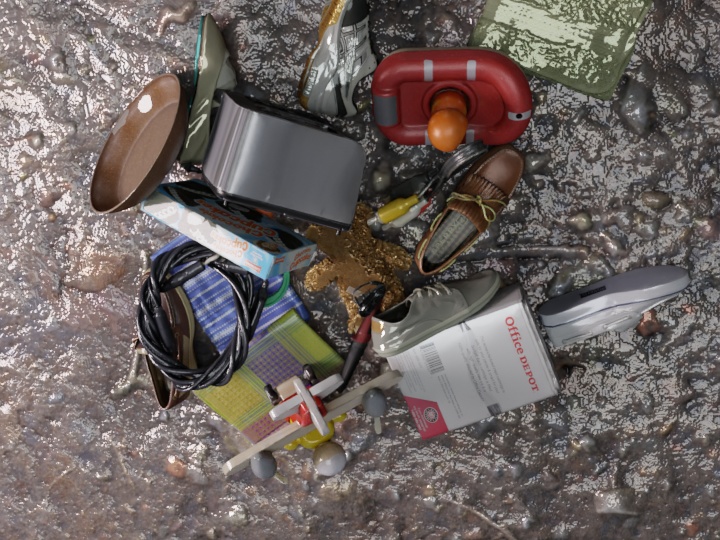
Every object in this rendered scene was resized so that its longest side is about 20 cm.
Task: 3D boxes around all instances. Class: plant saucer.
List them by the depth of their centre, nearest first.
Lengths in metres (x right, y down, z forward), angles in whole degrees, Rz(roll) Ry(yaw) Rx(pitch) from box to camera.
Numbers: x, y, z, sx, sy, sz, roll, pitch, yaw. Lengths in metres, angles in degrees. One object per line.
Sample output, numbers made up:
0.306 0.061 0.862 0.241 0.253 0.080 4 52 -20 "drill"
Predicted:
-0.274 -0.154 1.291 0.037 0.201 0.201 30 110 -33 "plant saucer"

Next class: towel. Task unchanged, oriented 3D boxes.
0.246 -0.306 1.264 0.199 0.037 0.149 18 107 0 "towel"
-0.179 0.024 1.411 0.144 0.024 0.200 -32 102 12 "towel"
-0.125 0.154 1.432 0.200 0.023 0.144 -38 113 15 "towel"

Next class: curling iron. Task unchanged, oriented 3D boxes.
-0.006 0.090 1.370 0.049 0.026 0.201 -10 136 -30 "curling iron"

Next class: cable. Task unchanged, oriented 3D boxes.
0.099 -0.104 1.272 0.200 0.097 0.051 -26 82 44 "cable"
-0.219 0.065 1.355 0.163 0.051 0.201 21 96 -7 "cable"

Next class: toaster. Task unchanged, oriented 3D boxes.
-0.104 -0.136 1.253 0.199 0.181 0.119 14 102 -18 "toaster"

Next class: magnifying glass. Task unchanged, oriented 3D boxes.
-0.132 -0.048 1.376 0.079 0.022 0.201 4 103 -2 "magnifying glass"

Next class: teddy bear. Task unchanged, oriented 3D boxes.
0.000 0.000 1.373 0.145 0.067 0.200 -36 107 24 "teddy bear"

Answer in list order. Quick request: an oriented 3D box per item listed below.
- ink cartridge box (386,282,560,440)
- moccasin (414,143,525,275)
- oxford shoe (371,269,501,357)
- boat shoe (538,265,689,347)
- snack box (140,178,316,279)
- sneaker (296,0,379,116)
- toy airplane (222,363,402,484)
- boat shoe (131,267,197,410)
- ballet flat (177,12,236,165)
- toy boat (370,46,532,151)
0.152 0.121 1.379 0.199 0.085 0.146 -20 104 13 "ink cartridge box"
0.140 -0.077 1.321 0.074 0.078 0.201 42 106 -8 "moccasin"
0.098 0.044 1.335 0.199 0.075 0.058 -28 106 -15 "oxford shoe"
0.340 0.049 1.353 0.199 0.074 0.066 -17 110 20 "boat shoe"
-0.167 -0.056 1.304 0.199 0.116 0.037 29 110 17 "snack box"
-0.011 -0.290 1.284 0.087 0.076 0.201 16 112 -16 "sneaker"
-0.057 0.200 1.317 0.200 0.199 0.142 -26 91 33 "toy airplane"
-0.275 0.098 1.408 0.072 0.072 0.201 6 112 26 "boat shoe"
-0.193 -0.229 1.317 0.069 0.070 0.201 16 113 0 "ballet flat"
0.111 -0.194 1.247 0.199 0.131 0.131 -1 133 6 "toy boat"
